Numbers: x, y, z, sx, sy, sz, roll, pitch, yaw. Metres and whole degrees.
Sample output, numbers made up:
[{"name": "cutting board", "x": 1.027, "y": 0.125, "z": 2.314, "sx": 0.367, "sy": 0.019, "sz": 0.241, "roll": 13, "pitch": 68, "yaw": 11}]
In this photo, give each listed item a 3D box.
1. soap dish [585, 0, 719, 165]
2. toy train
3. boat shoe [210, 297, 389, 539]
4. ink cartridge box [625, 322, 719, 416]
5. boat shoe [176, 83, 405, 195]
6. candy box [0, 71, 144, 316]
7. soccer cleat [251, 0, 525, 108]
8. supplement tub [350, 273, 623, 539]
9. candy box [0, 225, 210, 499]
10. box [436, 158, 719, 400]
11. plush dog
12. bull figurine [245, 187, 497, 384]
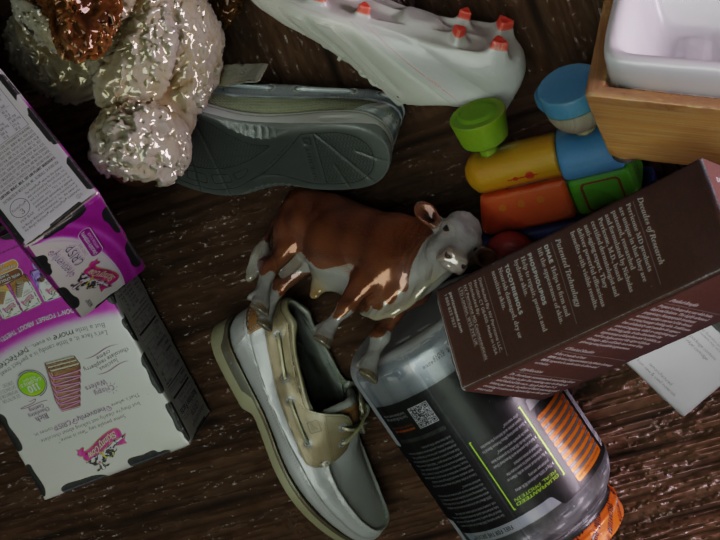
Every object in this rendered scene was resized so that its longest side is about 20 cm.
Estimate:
[{"name": "soap dish", "x": 0.245, "y": -0.125, "z": 1.060, "sx": 0.199, "sy": 0.158, "sz": 0.082, "roll": 8, "pitch": 129, "yaw": 10}, {"name": "toy train", "x": 0.088, "y": -0.062, "z": 1.140, "sx": 0.199, "sy": 0.085, "sz": 0.116, "roll": -12, "pitch": 124, "yaw": 23}, {"name": "boat shoe", "x": -0.031, "y": 0.112, "z": 1.256, "sx": 0.068, "sy": 0.075, "sz": 0.201, "roll": -27, "pitch": 102, "yaw": 27}, {"name": "ink cartridge box", "x": 0.262, "y": -0.010, "z": 1.116, "sx": 0.068, "sy": 0.116, "sz": 0.200, "roll": 43, "pitch": 113, "yaw": -7}, {"name": "boat shoe", "x": -0.070, "y": -0.100, "z": 1.195, "sx": 0.201, "sy": 0.065, "sz": 0.075, "roll": 2, "pitch": 131, "yaw": 19}, {"name": "candy box", "x": -0.238, "y": -0.078, "z": 1.150, "sx": 0.061, "sy": 0.136, "sz": 0.200, "roll": -37, "pitch": 70, "yaw": -8}, {"name": "soccer cleat", "x": 0.012, "y": -0.151, "z": 1.148, "sx": 0.199, "sy": 0.069, "sz": 0.078, "roll": 19, "pitch": 128, "yaw": 6}, {"name": "supplement tub", "x": 0.093, "y": 0.113, "z": 1.201, "sx": 0.122, "sy": 0.123, "sz": 0.200, "roll": -29, "pitch": 102, "yaw": 22}, {"name": "candy box", "x": -0.219, "y": 0.056, "z": 1.285, "sx": 0.136, "sy": 0.061, "sz": 0.201, "roll": -21, "pitch": 104, "yaw": 19}, {"name": "box", "x": 0.156, "y": 0.010, "z": 1.050, "sx": 0.199, "sy": 0.100, "sz": 0.075, "roll": -26, "pitch": 68, "yaw": 31}, {"name": "plush dog", "x": -0.166, "y": -0.176, "z": 1.113, "sx": 0.160, "sy": 0.200, "sz": 0.172, "roll": -44, "pitch": 141, "yaw": 1}, {"name": "bull figurine", "x": 0.000, "y": 0.000, "z": 1.156, "sx": 0.065, "sy": 0.200, "sz": 0.122, "roll": 43, "pitch": 76, "yaw": -38}]
